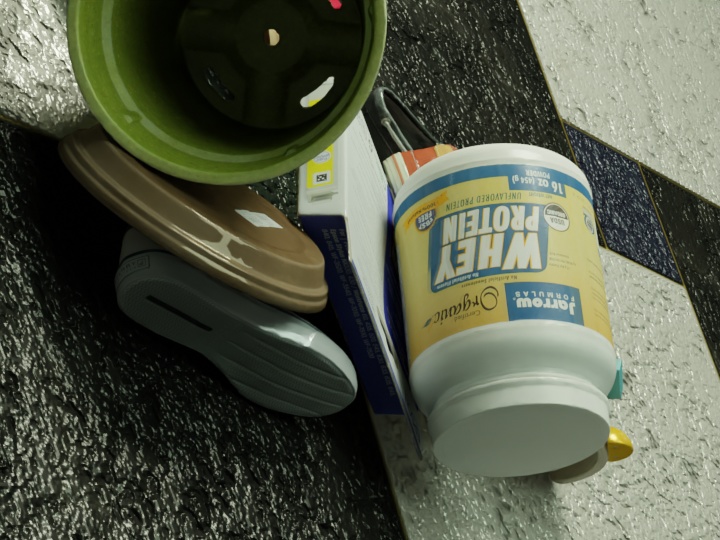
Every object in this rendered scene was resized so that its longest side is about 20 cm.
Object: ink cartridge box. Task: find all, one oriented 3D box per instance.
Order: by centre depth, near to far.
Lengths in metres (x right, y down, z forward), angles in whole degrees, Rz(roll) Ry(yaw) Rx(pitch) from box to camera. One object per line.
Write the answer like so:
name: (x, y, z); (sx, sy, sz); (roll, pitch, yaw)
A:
ink cartridge box: (0.000, 0.000, 1.627); (0.200, 0.047, 0.198); (-87, 163, -48)

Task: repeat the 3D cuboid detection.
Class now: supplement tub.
supplement tub: (0.101, 0.028, 1.621); (0.145, 0.145, 0.200); (28, 47, -46)

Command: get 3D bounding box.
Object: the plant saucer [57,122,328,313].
plant saucer: (-0.101, -0.039, 1.487); (0.200, 0.029, 0.200); (32, 10, -6)

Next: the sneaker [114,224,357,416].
sneaker: (-0.075, 0.026, 1.512); (0.200, 0.073, 0.071); (37, 37, -36)

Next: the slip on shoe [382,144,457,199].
slip on shoe: (0.068, -0.027, 1.775); (0.200, 0.061, 0.074); (68, 2, -54)

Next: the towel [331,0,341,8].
towel: (-0.093, -0.276, 1.851); (0.200, 0.022, 0.145); (58, 26, 0)

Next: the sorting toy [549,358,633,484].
sorting toy: (0.139, 0.044, 1.771); (0.200, 0.107, 0.180); (30, 59, -44)

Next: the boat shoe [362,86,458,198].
boat shoe: (0.061, -0.071, 1.855); (0.199, 0.068, 0.074); (47, 29, -22)

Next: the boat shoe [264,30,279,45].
boat shoe: (-0.065, -0.221, 1.755); (0.070, 0.070, 0.200); (-5, 77, -27)

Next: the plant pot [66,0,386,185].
plant pot: (-0.072, -0.157, 1.513); (0.200, 0.200, 0.184); (59, 8, 1)
